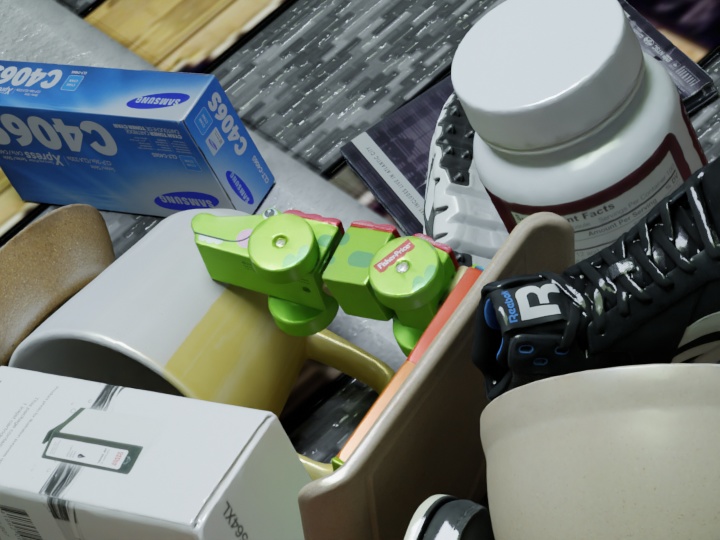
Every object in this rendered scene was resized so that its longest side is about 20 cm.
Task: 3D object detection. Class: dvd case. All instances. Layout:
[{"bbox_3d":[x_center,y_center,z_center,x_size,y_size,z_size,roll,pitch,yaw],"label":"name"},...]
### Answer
[{"bbox_3d":[0.100,-0.090,1.656,0.199,0.016,0.149,-33,40,-5],"label":"dvd case"}]

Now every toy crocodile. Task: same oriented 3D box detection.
[{"bbox_3d":[0.000,0.000,1.451,0.199,0.068,0.062,12,59,27],"label":"toy crocodile"}]

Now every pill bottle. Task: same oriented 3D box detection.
[{"bbox_3d":[0.127,-0.046,1.442,0.113,0.201,0.115,-17,39,15],"label":"pill bottle"}]

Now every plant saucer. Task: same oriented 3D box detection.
[{"bbox_3d":[-0.198,0.055,1.576,0.035,0.201,0.200,34,67,15],"label":"plant saucer"}]

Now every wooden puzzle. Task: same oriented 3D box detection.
[{"bbox_3d":[0.038,0.083,1.375,0.037,0.186,0.200,31,64,23],"label":"wooden puzzle"}]

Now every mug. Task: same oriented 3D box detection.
[{"bbox_3d":[-0.085,0.057,1.547,0.149,0.186,0.153,-37,13,49],"label":"mug"}]

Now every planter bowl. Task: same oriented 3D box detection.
[{"bbox_3d":[0.154,0.134,1.257,0.199,0.200,0.136,-8,69,26],"label":"planter bowl"}]

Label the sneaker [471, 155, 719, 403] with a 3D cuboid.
[{"bbox_3d":[0.121,0.010,1.254,0.200,0.111,0.073,-57,40,40],"label":"sneaker"}]

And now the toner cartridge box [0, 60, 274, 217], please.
[{"bbox_3d":[-0.159,-0.084,1.752,0.199,0.095,0.043,7,52,38],"label":"toner cartridge box"}]

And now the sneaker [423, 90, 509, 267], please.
[{"bbox_3d":[0.059,-0.020,1.545,0.066,0.091,0.201,15,52,-13],"label":"sneaker"}]

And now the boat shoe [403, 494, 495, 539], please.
[{"bbox_3d":[0.050,0.205,1.272,0.063,0.073,0.203,-7,73,38],"label":"boat shoe"}]

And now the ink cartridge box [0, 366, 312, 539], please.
[{"bbox_3d":[-0.111,0.138,1.437,0.199,0.146,0.084,7,49,37],"label":"ink cartridge box"}]
